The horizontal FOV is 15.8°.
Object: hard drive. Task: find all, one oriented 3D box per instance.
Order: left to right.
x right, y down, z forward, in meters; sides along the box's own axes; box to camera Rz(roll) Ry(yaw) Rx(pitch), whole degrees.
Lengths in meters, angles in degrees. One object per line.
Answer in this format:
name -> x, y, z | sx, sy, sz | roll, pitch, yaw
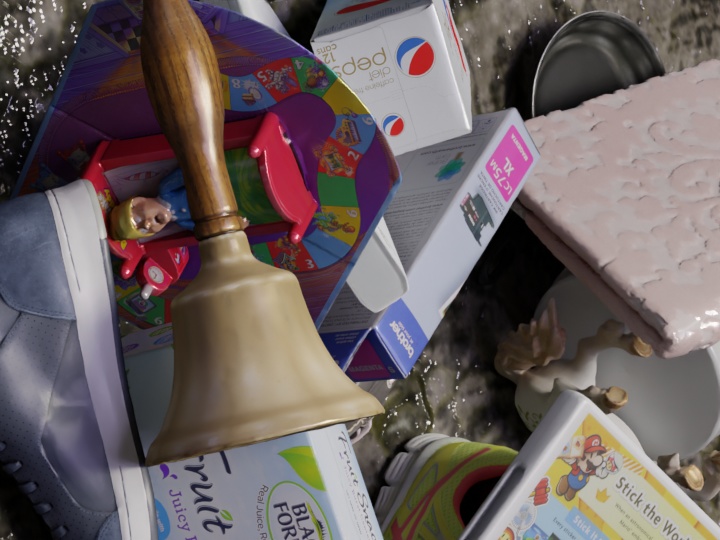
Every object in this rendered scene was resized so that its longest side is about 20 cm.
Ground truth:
hard drive -> -0.033, -0.076, 1.265 | 0.132, 0.027, 0.200 | 56, 7, -26

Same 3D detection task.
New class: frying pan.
frying pan -> 0.128, -0.061, 1.528 | 0.115, 0.031, 0.191 | 27, 75, -36

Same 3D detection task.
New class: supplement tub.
supplement tub -> 0.203, 0.008, 1.525 | 0.200, 0.132, 0.132 | -40, 113, -43

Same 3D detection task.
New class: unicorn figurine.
unicorn figurine -> 0.140, 0.113, 1.459 | 0.074, 0.137, 0.201 | -21, 85, -37

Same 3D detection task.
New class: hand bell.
hand bell -> -0.061, -0.025, 1.100 | 0.104, 0.104, 0.201 | -8, 83, -48

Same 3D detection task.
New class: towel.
towel -> 0.187, -0.037, 1.449 | 0.199, 0.191, 0.032 | -19, 137, -31

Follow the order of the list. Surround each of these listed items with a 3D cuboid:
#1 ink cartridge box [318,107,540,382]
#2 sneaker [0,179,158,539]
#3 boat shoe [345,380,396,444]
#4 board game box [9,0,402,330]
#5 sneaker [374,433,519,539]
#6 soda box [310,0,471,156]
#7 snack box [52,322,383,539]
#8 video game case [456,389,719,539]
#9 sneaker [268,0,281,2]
ink cartridge box -> 0.000, 0.000, 1.311 | 0.042, 0.119, 0.200 | 58, 46, -26
sneaker -> -0.168, 0.074, 1.116 | 0.146, 0.077, 0.203 | -12, 94, -14
boat shoe -> 0.004, 0.046, 1.349 | 0.057, 0.067, 0.200 | 49, 47, -24
board game box -> -0.077, -0.027, 1.166 | 0.158, 0.200, 0.039 | 28, 43, -3
sneaker -> 0.037, 0.167, 1.346 | 0.078, 0.090, 0.201 | 45, 55, -35
soda box -> 0.018, -0.108, 1.316 | 0.200, 0.063, 0.068 | -78, 151, -77
snack box -> -0.065, 0.124, 1.198 | 0.053, 0.142, 0.201 | -47, 120, -69
video game case -> 0.114, 0.188, 1.348 | 0.200, 0.023, 0.182 | 43, 79, -34
sneaker -> -0.004, -0.221, 1.366 | 0.078, 0.090, 0.200 | 54, 48, -27
